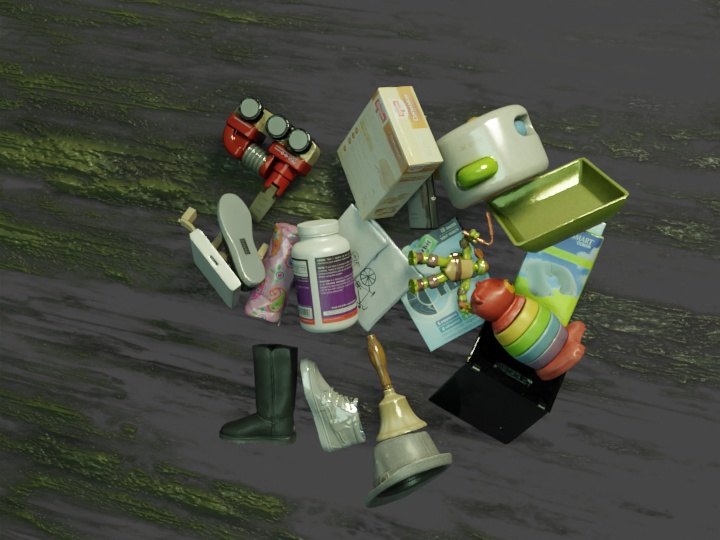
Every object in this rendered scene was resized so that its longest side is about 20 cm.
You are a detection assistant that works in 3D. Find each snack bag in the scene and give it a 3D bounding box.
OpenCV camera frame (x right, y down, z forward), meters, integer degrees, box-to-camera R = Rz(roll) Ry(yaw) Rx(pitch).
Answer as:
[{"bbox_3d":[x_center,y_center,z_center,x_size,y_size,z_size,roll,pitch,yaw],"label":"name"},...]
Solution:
[{"bbox_3d":[0.000,0.000,1.380,0.200,0.021,0.189,49,121,8],"label":"snack bag"}]

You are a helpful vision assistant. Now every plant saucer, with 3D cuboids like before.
[{"bbox_3d":[0.337,-0.106,1.239,0.199,0.200,0.048,-24,117,6],"label":"plant saucer"}]

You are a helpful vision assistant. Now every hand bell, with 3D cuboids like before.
[{"bbox_3d":[0.051,0.223,1.406,0.104,0.104,0.201,-21,78,14],"label":"hand bell"}]

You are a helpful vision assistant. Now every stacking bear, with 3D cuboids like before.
[{"bbox_3d":[0.282,0.090,1.259,0.200,0.122,0.114,39,121,-4],"label":"stacking bear"}]

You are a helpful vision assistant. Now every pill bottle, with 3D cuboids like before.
[{"bbox_3d":[-0.069,0.009,1.342,0.112,0.112,0.201,-3,102,13],"label":"pill bottle"}]

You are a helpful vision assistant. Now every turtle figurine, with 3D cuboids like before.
[{"bbox_3d":[0.168,-0.012,1.300,0.161,0.064,0.201,-3,113,-11],"label":"turtle figurine"}]

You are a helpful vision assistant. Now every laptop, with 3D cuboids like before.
[{"bbox_3d":[0.266,0.200,1.355,0.187,0.116,0.200,31,74,-9],"label":"laptop"}]

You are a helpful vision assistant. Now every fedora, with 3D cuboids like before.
[{"bbox_3d":[0.080,0.371,1.374,0.200,0.176,0.091,-54,52,45],"label":"fedora"}]

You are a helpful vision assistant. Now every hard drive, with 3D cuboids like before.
[{"bbox_3d":[-0.282,0.001,1.391,0.026,0.200,0.132,-37,87,-16],"label":"hard drive"}]

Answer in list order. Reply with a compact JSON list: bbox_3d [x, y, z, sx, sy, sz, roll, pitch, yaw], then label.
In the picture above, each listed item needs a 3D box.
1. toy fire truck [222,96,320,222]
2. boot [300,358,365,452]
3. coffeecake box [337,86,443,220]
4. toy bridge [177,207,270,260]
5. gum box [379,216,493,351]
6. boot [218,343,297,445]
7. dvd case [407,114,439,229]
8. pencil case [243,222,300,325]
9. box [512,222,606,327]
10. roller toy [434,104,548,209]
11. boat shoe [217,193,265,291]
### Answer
[{"bbox_3d":[-0.195,-0.206,1.396,0.176,0.129,0.200,34,92,7],"label":"toy fire truck"},{"bbox_3d":[-0.051,0.261,1.434,0.095,0.074,0.201,-15,101,8],"label":"boot"},{"bbox_3d":[0.046,-0.205,1.274,0.073,0.200,0.154,-11,72,-28],"label":"coffeecake box"},{"bbox_3d":[-0.284,-0.061,1.449,0.199,0.027,0.067,25,60,8],"label":"toy bridge"},{"bbox_3d":[0.160,0.026,1.366,0.170,0.045,0.200,-31,90,14],"label":"gum box"},{"bbox_3d":[-0.210,0.249,1.463,0.164,0.066,0.201,1,99,4],"label":"boot"},{"bbox_3d":[0.106,-0.175,1.310,0.017,0.143,0.201,-7,95,-11],"label":"dvd case"},{"bbox_3d":[-0.162,0.007,1.420,0.087,0.087,0.201,24,101,9],"label":"pencil case"},{"bbox_3d":[0.360,-0.011,1.316,0.122,0.048,0.201,21,101,9],"label":"box"},{"bbox_3d":[0.223,-0.203,1.258,0.182,0.200,0.140,-23,89,-11],"label":"roller toy"},{"bbox_3d":[-0.243,-0.053,1.397,0.057,0.068,0.201,-38,65,46],"label":"boat shoe"}]
